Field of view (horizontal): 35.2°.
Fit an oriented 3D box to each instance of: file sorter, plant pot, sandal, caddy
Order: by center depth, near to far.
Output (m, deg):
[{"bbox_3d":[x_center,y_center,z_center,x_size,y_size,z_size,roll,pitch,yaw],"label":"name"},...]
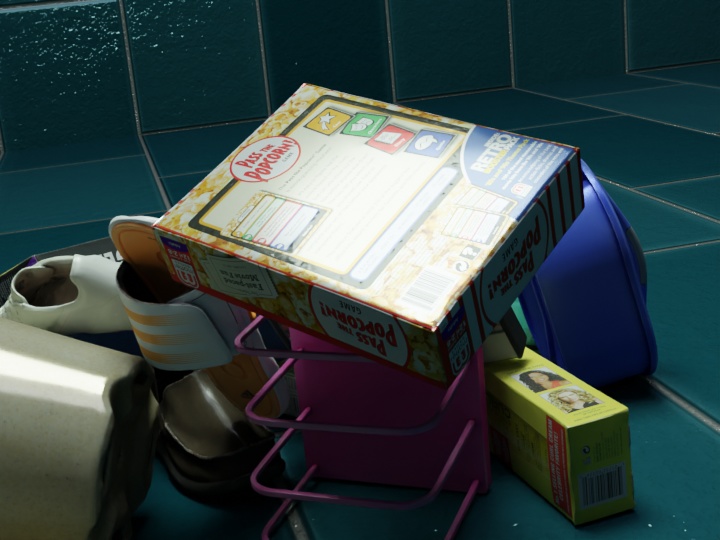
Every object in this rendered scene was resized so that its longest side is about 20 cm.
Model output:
[{"bbox_3d":[-0.002,0.075,0.736,0.137,0.202,0.125,1,20,21],"label":"file sorter"},{"bbox_3d":[-0.238,0.112,0.751,0.181,0.203,0.201,8,17,5],"label":"plant pot"},{"bbox_3d":[-0.105,0.050,0.751,0.078,0.208,0.060,2,48,31],"label":"sandal"},{"bbox_3d":[0.189,0.004,0.950,0.104,0.202,0.142,-21,21,0],"label":"caddy"}]

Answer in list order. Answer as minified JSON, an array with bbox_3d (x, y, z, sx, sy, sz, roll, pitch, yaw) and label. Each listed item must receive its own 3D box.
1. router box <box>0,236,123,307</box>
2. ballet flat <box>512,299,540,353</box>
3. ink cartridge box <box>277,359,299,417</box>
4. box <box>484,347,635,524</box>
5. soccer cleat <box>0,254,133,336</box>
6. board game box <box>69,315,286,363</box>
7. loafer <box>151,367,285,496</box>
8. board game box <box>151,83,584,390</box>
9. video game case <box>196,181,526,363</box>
[{"bbox_3d":[-0.277,0.016,1.081,0.148,0.052,0.200,-25,-1,30],"label":"router box"},{"bbox_3d":[0.135,0.022,1.118,0.067,0.071,0.200,3,11,-21],"label":"ballet flat"},{"bbox_3d":[0.039,0.082,0.985,0.145,0.049,0.199,8,23,42],"label":"ink cartridge box"},{"bbox_3d":[0.124,0.105,0.819,0.050,0.076,0.200,-13,18,-17],"label":"box"},{"bbox_3d":[-0.239,0.029,0.840,0.199,0.070,0.077,-20,-37,36],"label":"soccer cleat"},{"bbox_3d":[-0.147,0.046,0.949,0.157,0.039,0.199,-25,-32,27],"label":"board game box"},{"bbox_3d":[-0.126,0.114,0.875,0.072,0.072,0.199,-15,18,-32],"label":"loafer"},{"bbox_3d":[0.004,-0.031,0.644,0.199,0.047,0.152,20,52,34],"label":"board game box"},{"bbox_3d":[0.000,0.000,0.815,0.179,0.201,0.026,-13,33,29],"label":"video game case"}]
